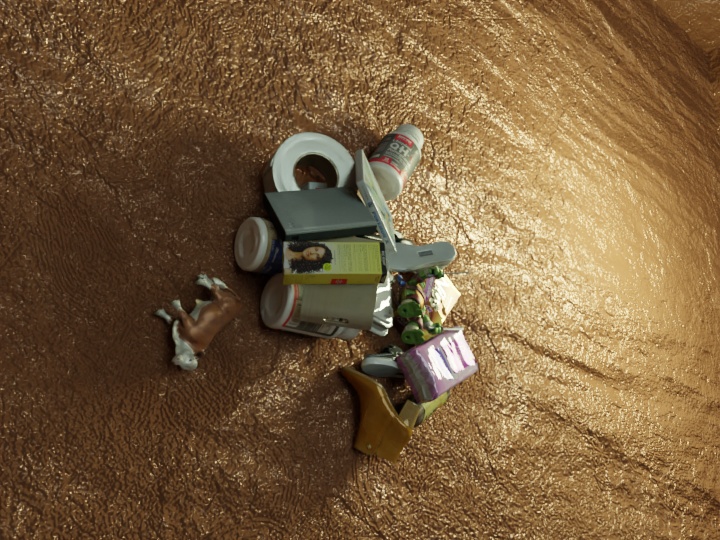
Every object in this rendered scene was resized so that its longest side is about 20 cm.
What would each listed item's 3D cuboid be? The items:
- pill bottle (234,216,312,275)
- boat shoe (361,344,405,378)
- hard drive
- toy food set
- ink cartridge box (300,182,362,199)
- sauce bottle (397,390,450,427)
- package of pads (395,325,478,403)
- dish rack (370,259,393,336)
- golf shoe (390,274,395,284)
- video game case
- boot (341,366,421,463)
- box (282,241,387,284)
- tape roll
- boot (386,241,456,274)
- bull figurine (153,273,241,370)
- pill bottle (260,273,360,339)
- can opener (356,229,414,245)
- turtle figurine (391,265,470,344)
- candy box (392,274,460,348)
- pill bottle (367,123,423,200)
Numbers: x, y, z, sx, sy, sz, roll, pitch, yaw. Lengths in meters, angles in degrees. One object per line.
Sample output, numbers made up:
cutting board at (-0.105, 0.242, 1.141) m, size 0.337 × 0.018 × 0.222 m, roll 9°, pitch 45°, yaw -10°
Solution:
pill bottle at (-0.151, -0.042, 1.574) m, size 0.200 × 0.111 × 0.111 m, roll 9°, pitch 67°, yaw -39°
boat shoe at (0.077, 0.200, 1.710) m, size 0.200 × 0.070 × 0.066 m, roll 11°, pitch 59°, yaw -39°
hard drive at (-0.083, -0.116, 1.541) m, size 0.199 × 0.033 × 0.140 m, roll -7°, pitch 43°, yaw -25°
toy food set at (-0.037, 0.017, 1.510) m, size 0.143 × 0.060 × 0.201 m, roll 9°, pitch 63°, yaw -4°
ink cartridge box at (-0.048, -0.101, 1.732) m, size 0.162 × 0.050 × 0.201 m, roll -1°, pitch 71°, yaw -41°
sauce bottle at (0.127, 0.312, 1.710) m, size 0.200 × 0.065 × 0.065 m, roll -31°, pitch 94°, yaw -42°
package of pads at (0.176, 0.211, 1.703) m, size 0.200 × 0.076 × 0.121 m, roll -19°, pitch 84°, yaw -51°
dish rack at (0.012, 0.024, 1.604) m, size 0.171 × 0.043 × 0.201 m, roll 30°, pitch 44°, yaw -39°
golf shoe at (0.000, 0.000, 1.705) m, size 0.200 × 0.078 × 0.095 m, roll -2°, pitch 85°, yaw -44°
video game case at (0.033, -0.154, 1.673) m, size 0.200 × 0.022 × 0.183 m, roll -91°, pitch 158°, yaw -62°
boot at (0.016, 0.308, 1.606) m, size 0.201 × 0.071 × 0.144 m, roll 29°, pitch 83°, yaw 9°
box at (-0.050, -0.014, 1.462) m, size 0.199 × 0.050 × 0.076 m, roll -1°, pitch 63°, yaw -9°
tape roll at (-0.108, -0.196, 1.650) m, size 0.202 × 0.071 × 0.203 m, roll 6°, pitch 73°, yaw -22°
boot at (0.122, -0.017, 1.783) m, size 0.199 × 0.096 × 0.074 m, roll -3°, pitch 65°, yaw -16°
bull figurine at (-0.305, 0.094, 1.415) m, size 0.122 × 0.065 × 0.200 m, roll 55°, pitch 46°, yaw -14°
pill bottle at (-0.097, 0.080, 1.572) m, size 0.200 × 0.114 × 0.114 m, roll 16°, pitch 63°, yaw -37°
can opener at (0.048, -0.085, 1.772) m, size 0.200 × 0.078 × 0.064 m, roll 18°, pitch 64°, yaw -52°
turtle figurine at (0.156, 0.073, 1.644) m, size 0.200 × 0.144 × 0.194 m, roll 30°, pitch 30°, yaw 1°
candy box at (0.154, 0.082, 1.831) m, size 0.117 × 0.056 × 0.200 m, roll 52°, pitch 49°, yaw -13°
pill bottle at (0.084, -0.274, 1.875) m, size 0.111 × 0.111 × 0.200 m, roll 45°, pitch 49°, yaw -18°
